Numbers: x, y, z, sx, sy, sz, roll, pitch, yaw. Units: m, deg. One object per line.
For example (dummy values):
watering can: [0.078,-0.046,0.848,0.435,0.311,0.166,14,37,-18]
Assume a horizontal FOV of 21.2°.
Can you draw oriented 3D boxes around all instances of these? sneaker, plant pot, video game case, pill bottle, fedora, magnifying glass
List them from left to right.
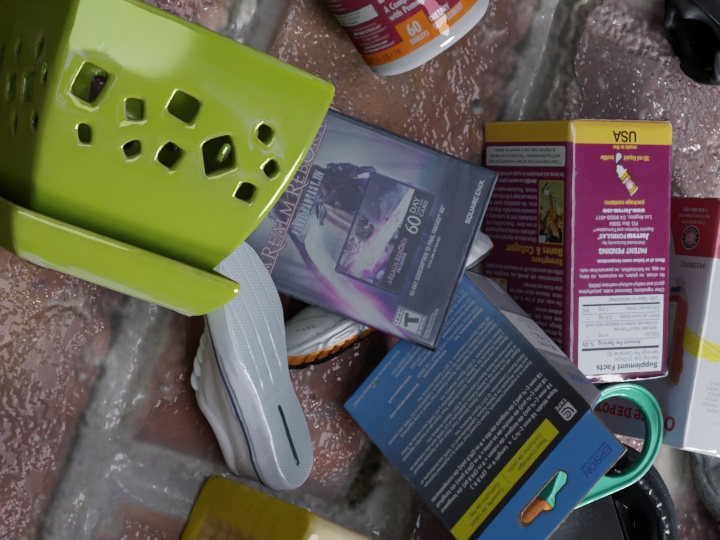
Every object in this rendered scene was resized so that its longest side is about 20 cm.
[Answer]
plant pot: [-0.163,-0.084,1.309,0.198,0.200,0.183,19,92,-27]
sneaker: [-0.094,0.073,1.405,0.073,0.070,0.202,-40,124,-52]
video game case: [-0.013,-0.042,1.432,0.198,0.019,0.144,21,78,-1]
sneaker: [0.000,0.000,1.475,0.199,0.076,0.092,-32,86,-20]
pill bottle: [0.003,-0.255,1.429,0.109,0.109,0.201,-42,111,-19]
fedora: [0.154,0.222,1.545,0.199,0.091,0.203,-3,96,-23]
magnifying glass: [0.159,0.168,1.480,0.200,0.022,0.080,-45,109,-12]
sneaker: [0.330,-0.173,1.622,0.111,0.077,0.201,-44,107,-24]

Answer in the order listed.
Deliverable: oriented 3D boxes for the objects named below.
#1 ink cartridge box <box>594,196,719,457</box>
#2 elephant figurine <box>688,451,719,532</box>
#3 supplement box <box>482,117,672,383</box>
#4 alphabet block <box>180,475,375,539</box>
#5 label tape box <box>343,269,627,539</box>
ink cartridge box: [0.268,0.045,1.565,0.083,0.145,0.202,10,88,-27]
elephant figurine: [0.355,0.235,1.642,0.155,0.140,0.202,36,58,-53]
supplement box: [0.170,-0.019,1.519,0.102,0.131,0.202,-1,95,-29]
alphabet block: [-0.030,0.283,1.396,0.199,0.196,0.197,27,79,-26]
label tape box: [0.101,0.119,1.432,0.145,0.200,0.063,-50,149,13]
